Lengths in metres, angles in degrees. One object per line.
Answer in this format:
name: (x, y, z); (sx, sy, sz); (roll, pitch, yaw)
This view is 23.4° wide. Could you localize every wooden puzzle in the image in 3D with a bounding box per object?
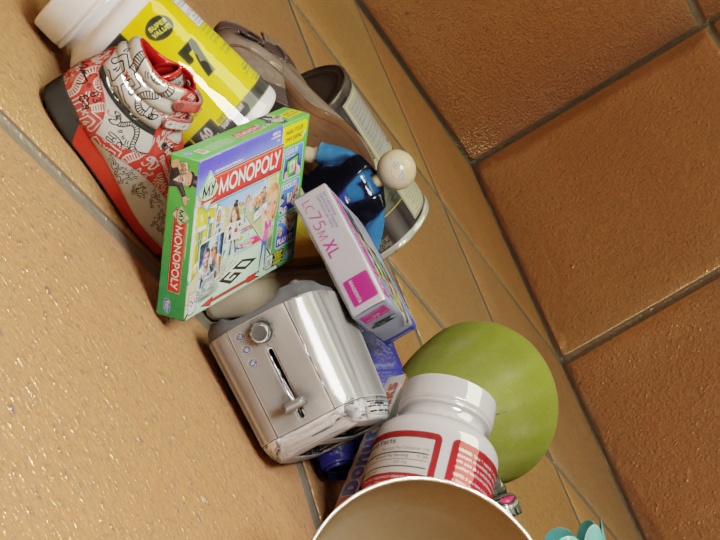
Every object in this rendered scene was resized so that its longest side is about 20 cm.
wooden puzzle: (-0.105, -0.056, 1.606); (0.184, 0.037, 0.202); (-4, 64, -48)

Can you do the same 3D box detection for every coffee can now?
coffee can: (-0.028, -0.121, 2.072); (0.201, 0.145, 0.147); (55, 11, -27)

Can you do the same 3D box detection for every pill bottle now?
pill bottle: (0.055, 0.195, 1.476); (0.112, 0.111, 0.202); (50, 47, -45)
pill bottle: (-0.180, -0.180, 1.516); (0.200, 0.114, 0.114); (43, 14, -11)

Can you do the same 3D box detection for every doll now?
doll: (-0.032, -0.055, 1.708); (0.137, 0.199, 0.048); (59, 0, -1)

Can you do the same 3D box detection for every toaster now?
toaster: (-0.047, 0.089, 1.508); (0.130, 0.113, 0.200); (65, 8, 9)

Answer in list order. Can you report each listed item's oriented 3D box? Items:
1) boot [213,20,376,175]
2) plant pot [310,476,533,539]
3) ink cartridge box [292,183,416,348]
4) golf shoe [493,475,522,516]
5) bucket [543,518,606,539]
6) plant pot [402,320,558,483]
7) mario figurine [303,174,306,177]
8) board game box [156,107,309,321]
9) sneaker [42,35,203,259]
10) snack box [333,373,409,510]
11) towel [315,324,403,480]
boot: (-0.071, -0.178, 1.785); (0.199, 0.070, 0.147); (36, 20, -38)
plant pot: (0.031, 0.268, 1.268); (0.202, 0.199, 0.135); (63, -25, 15)
ink cartridge box: (0.000, 0.000, 1.583); (0.120, 0.042, 0.200); (63, 3, 14)
golf shoe: (0.063, 0.230, 1.629); (0.199, 0.077, 0.089); (-19, 75, -50)
bucket: (0.144, 0.319, 1.566); (0.207, 0.205, 0.136); (9, 62, -77)
plant pot: (0.097, 0.160, 1.888); (0.189, 0.186, 0.200); (61, 23, 7)
mario figurine: (-0.059, -0.031, 1.806); (0.124, 0.105, 0.202); (66, 20, -60)
board game box: (-0.104, -0.051, 1.454); (0.200, 0.029, 0.136); (-33, 135, -61)
sneaker: (-0.165, -0.100, 1.450); (0.202, 0.107, 0.067); (55, 11, -28)
snack box: (0.021, 0.189, 1.559); (0.072, 0.024, 0.201); (55, 39, -29)
towel: (-0.018, 0.103, 1.659); (0.147, 0.050, 0.202); (2, 57, -43)
